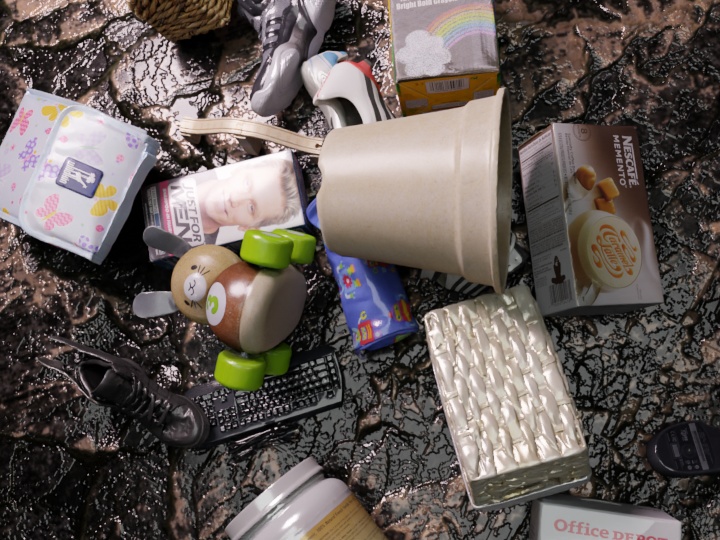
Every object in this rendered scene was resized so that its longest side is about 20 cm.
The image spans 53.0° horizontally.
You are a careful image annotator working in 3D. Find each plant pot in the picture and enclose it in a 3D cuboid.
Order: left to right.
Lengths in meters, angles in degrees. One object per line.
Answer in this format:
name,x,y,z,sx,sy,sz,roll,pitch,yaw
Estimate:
plant pot,0.059,-0.080,0.744,0.181,0.200,0.203,1,80,16

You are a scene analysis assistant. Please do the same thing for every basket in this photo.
basket,-0.243,-0.417,0.910,0.141,0.149,0.202,-1,73,34
basket,0.152,0.132,0.761,0.134,0.124,0.202,-17,62,5

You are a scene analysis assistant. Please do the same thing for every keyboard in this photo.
keyboard,-0.115,0.163,0.862,0.198,0.040,0.105,-19,77,5

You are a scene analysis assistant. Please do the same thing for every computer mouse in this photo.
computer mouse,0.410,0.193,0.788,0.197,0.034,0.059,-5,62,2

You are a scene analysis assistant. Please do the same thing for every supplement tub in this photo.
supplement tub,-0.038,0.317,0.769,0.144,0.144,0.200,-40,77,0

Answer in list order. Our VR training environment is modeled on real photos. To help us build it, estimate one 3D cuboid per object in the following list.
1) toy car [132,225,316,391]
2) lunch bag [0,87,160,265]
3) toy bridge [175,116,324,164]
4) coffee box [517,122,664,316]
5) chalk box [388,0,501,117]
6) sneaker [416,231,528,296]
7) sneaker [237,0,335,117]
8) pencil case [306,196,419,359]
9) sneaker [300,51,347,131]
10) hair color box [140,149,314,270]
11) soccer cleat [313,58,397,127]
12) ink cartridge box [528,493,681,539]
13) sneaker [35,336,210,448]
toy car,-0.171,0.021,0.824,0.198,0.158,0.166,15,97,13
lunch bag,-0.354,-0.115,0.886,0.198,0.127,0.171,23,84,28
toy bridge,-0.142,-0.170,0.912,0.198,0.067,0.028,11,81,10
coffee box,0.255,-0.055,0.809,0.113,0.080,0.203,0,78,-19
chalk box,0.099,-0.300,0.873,0.123,0.124,0.203,-4,78,8
sneaker,0.155,-0.064,0.856,0.114,0.076,0.202,24,92,3
sneaker,-0.117,-0.297,0.930,0.113,0.076,0.202,23,78,12
pencil case,0.000,0.000,0.856,0.077,0.087,0.202,-11,75,-37
sneaker,-0.009,-0.184,0.895,0.072,0.072,0.202,-23,80,-4
hair color box,-0.166,-0.075,0.902,0.198,0.061,0.101,-13,79,5
soccer cleat,0.026,-0.150,0.839,0.200,0.068,0.085,49,62,-16
ink cartridge box,0.247,0.347,0.752,0.143,0.084,0.203,5,80,10
sneaker,-0.276,0.145,0.848,0.199,0.104,0.060,31,87,20
